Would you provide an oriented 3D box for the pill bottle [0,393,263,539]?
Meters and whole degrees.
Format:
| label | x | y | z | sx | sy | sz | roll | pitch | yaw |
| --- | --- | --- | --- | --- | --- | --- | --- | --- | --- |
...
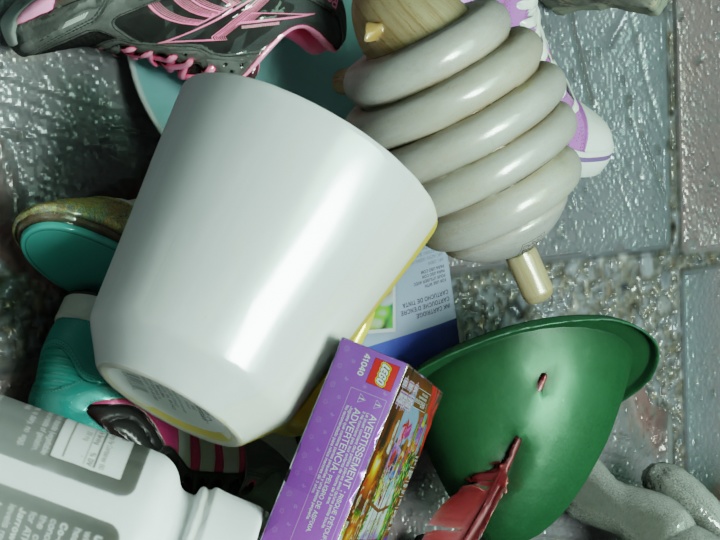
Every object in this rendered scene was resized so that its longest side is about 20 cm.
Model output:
| label | x | y | z | sx | sy | sz | roll | pitch | yaw |
| --- | --- | --- | --- | --- | --- | --- | --- | --- | --- |
| pill bottle | -0.157 | 0.128 | 1.054 | 0.200 | 0.114 | 0.114 | 21 | 76 | -4 |

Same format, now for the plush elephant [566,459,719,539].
| label | x | y | z | sx | sy | sz | roll | pitch | yaw |
| --- | --- | --- | --- | --- | --- | --- | --- | --- | --- |
| plush elephant | 0.232 | 0.214 | 1.440 | 0.155 | 0.200 | 0.165 | 24 | 68 | -58 |

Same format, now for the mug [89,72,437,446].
| label | x | y | z | sx | sy | sz | roll | pitch | yaw |
| --- | --- | --- | --- | --- | --- | --- | --- | --- | --- |
| mug | -0.048 | 0.014 | 1.101 | 0.187 | 0.149 | 0.153 | 38 | 70 | -27 |

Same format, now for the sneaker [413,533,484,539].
| label | x | y | z | sx | sy | sz | roll | pitch | yaw |
| --- | --- | --- | --- | --- | --- | --- | --- | --- | --- |
| sneaker | 0.030 | 0.209 | 1.321 | 0.200 | 0.076 | 0.088 | -9 | 86 | -47 |

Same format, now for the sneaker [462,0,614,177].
| label | x | y | z | sx | sy | sz | roll | pitch | yaw |
| --- | --- | --- | --- | --- | --- | --- | --- | --- | --- |
| sneaker | 0.100 | -0.136 | 1.304 | 0.200 | 0.073 | 0.114 | 27 | 114 | -30 |

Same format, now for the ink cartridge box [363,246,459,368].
| label | x | y | z | sx | sy | sz | roll | pitch | yaw |
| --- | --- | --- | --- | --- | --- | --- | --- | --- | --- |
| ink cartridge box | 0.000 | 0.000 | 1.296 | 0.119 | 0.042 | 0.200 | -16 | 104 | -39 |

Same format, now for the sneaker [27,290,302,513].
| label | x | y | z | sx | sy | sz | roll | pitch | yaw |
| --- | --- | --- | --- | --- | --- | --- | --- | --- | --- |
| sneaker | -0.108 | 0.114 | 1.174 | 0.200 | 0.084 | 0.121 | 40 | 62 | -27 |

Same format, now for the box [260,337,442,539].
| label | x | y | z | sx | sy | sz | roll | pitch | yaw |
| --- | --- | --- | --- | --- | --- | --- | --- | --- | --- |
| box | -0.006 | 0.113 | 1.137 | 0.200 | 0.039 | 0.137 | 42 | 70 | -80 |

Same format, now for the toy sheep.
| label | x | y | z | sx | sy | sz | roll | pitch | yaw |
| --- | --- | --- | --- | --- | --- | --- | --- | --- | --- |
| toy sheep | 0.055 | -0.073 | 1.163 | 0.138 | 0.138 | 0.200 | -40 | 105 | -33 |

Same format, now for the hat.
| label | x | y | z | sx | sy | sz | roll | pitch | yaw |
| --- | --- | --- | --- | --- | --- | --- | --- | --- | --- |
| hat | 0.102 | 0.147 | 1.274 | 0.166 | 0.200 | 0.176 | 28 | 42 | -50 |

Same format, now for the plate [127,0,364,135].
| label | x | y | z | sx | sy | sz | roll | pitch | yaw |
| --- | --- | --- | --- | --- | --- | --- | --- | --- | --- |
| plate | -0.037 | -0.132 | 1.226 | 0.200 | 0.026 | 0.200 | 2 | 82 | -16 |

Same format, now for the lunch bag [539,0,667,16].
| label | x | y | z | sx | sy | sz | roll | pitch | yaw |
| --- | --- | --- | --- | --- | --- | --- | --- | --- | --- |
| lunch bag | 0.135 | -0.284 | 1.347 | 0.164 | 0.118 | 0.200 | 28 | 79 | -39 |

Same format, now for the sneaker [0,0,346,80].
| label | x | y | z | sx | sy | sz | roll | pitch | yaw |
| --- | --- | --- | --- | --- | --- | --- | --- | --- | --- |
| sneaker | -0.092 | -0.132 | 1.161 | 0.200 | 0.079 | 0.095 | -17 | 102 | -22 |

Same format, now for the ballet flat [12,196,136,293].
| label | x | y | z | sx | sy | sz | roll | pitch | yaw |
| --- | --- | --- | --- | --- | --- | --- | --- | --- | --- |
| ballet flat | -0.110 | -0.001 | 1.188 | 0.200 | 0.071 | 0.071 | 35 | 70 | -36 |
